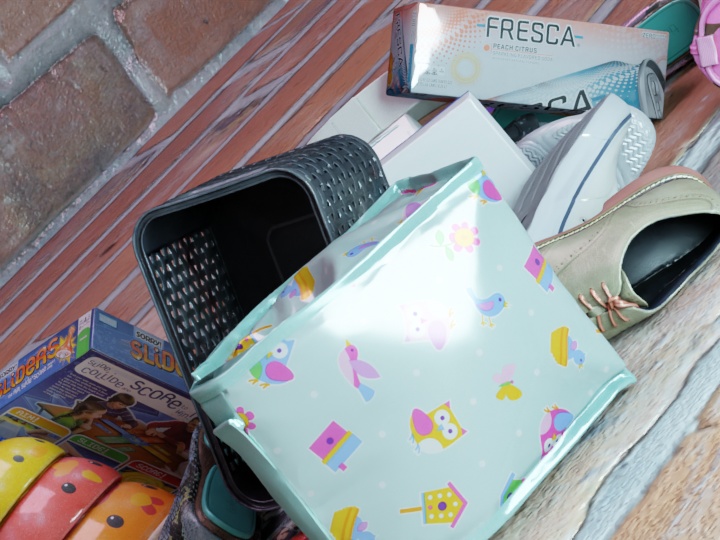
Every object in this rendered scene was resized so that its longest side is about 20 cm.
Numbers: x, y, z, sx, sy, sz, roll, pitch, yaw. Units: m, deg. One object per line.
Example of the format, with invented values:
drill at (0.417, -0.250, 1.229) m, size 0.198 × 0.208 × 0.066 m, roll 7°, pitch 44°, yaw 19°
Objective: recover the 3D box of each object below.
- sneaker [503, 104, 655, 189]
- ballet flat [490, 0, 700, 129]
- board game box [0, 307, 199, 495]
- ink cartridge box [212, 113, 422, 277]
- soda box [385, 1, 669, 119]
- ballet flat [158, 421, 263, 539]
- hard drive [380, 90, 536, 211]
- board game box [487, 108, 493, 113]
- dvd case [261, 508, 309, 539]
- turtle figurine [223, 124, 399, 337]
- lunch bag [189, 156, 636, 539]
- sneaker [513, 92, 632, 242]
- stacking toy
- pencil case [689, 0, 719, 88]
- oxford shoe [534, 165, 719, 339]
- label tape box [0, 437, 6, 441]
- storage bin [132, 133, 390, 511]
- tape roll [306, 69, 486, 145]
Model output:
sneaker at (0.139, -0.080, 1.632) m, size 0.200 × 0.075 × 0.114 m, roll -34°, pitch 16°, yaw 40°
ballet flat at (0.190, -0.147, 1.772) m, size 0.200 × 0.069 × 0.071 m, roll -35°, pitch -5°, yaw 11°
board game box at (-0.149, 0.104, 1.600) m, size 0.135 × 0.200 × 0.035 m, roll -31°, pitch 45°, yaw 36°
ink cartridge box at (-0.003, -0.017, 1.744) m, size 0.200 × 0.067 × 0.117 m, roll -39°, pitch -30°, yaw 10°
soda box at (0.122, -0.152, 1.674) m, size 0.064 × 0.200 × 0.069 m, roll -173°, pitch 88°, yaw -74°
ballet flat at (-0.094, 0.147, 1.482) m, size 0.074 × 0.074 × 0.200 m, roll -37°, pitch 8°, yaw 17°
hard drive at (0.038, -0.012, 1.563) m, size 0.200 × 0.132 × 0.025 m, roll -38°, pitch 15°, yaw 15°
board game box at (0.047, -0.060, 1.920) m, size 0.134 × 0.045 × 0.200 m, roll -25°, pitch 20°, yaw 52°
dvd case at (-0.056, 0.179, 1.449) m, size 0.146 × 0.022 × 0.200 m, roll -44°, pitch 13°, yaw -13°
turtle figurine at (0.000, 0.000, 1.632) m, size 0.200 × 0.150 × 0.101 m, roll -51°, pitch 1°, yaw 8°
lunch bag at (0.022, 0.065, 1.248) m, size 0.200 × 0.170 × 0.122 m, roll -43°, pitch 13°, yaw -23°
sneaker at (0.141, -0.033, 1.471) m, size 0.073 × 0.071 × 0.200 m, roll -42°, pitch 13°, yaw 49°
stacking toy at (-0.222, 0.163, 1.543) m, size 0.146 × 0.200 × 0.146 m, roll -53°, pitch -2°, yaw -3°
pencil case at (0.271, -0.184, 1.575) m, size 0.094 × 0.091 × 0.200 m, roll -1°, pitch 20°, yaw 10°
oxford shoe at (0.132, 0.013, 1.347) m, size 0.200 × 0.070 × 0.075 m, roll -41°, pitch 17°, yaw 3°
label tape box at (-0.220, 0.154, 1.748) m, size 0.143 × 0.066 × 0.200 m, roll -48°, pitch -13°, yaw -34°
storage bin at (-0.036, 0.032, 1.402) m, size 0.135 × 0.200 × 0.094 m, roll -17°, pitch 9°, yaw 29°
tape roll at (0.034, -0.118, 1.799) m, size 0.203 × 0.037 × 0.203 m, roll -36°, pitch -9°, yaw -7°
